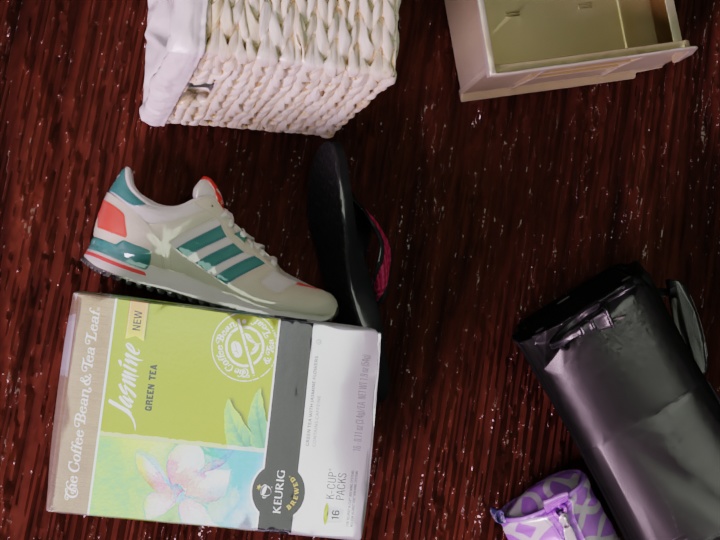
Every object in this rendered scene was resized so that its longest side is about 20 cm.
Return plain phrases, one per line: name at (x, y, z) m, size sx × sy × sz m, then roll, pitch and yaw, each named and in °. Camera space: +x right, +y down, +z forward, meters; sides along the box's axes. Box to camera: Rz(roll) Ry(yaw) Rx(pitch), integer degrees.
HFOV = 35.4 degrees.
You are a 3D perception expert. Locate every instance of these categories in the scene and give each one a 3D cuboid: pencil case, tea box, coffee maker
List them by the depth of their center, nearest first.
tea box at (-0.105, 0.098, 0.765) m, size 0.193 × 0.200 × 0.136 m, roll 7°, pitch 82°, yaw -13°
coffee maker at (0.205, 0.113, 0.847) m, size 0.134 × 0.192 × 0.202 m, roll -31°, pitch 91°, yaw 29°
pencil case at (0.184, 0.253, 0.877) m, size 0.083 × 0.085 × 0.202 m, roll -30°, pitch 92°, yaw -16°

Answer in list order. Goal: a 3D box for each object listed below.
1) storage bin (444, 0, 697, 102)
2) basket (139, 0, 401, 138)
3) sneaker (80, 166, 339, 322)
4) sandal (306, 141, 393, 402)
storage bin at (0.164, -0.257, 0.925) m, size 0.195 × 0.094 × 0.204 m, roll -9°, pitch 86°, yaw -14°
basket at (-0.069, -0.215, 0.814) m, size 0.158 × 0.198 × 0.204 m, roll 4°, pitch 82°, yaw -17°
sneaker at (-0.103, -0.018, 0.845) m, size 0.196 × 0.070 × 0.095 m, roll 16°, pitch 86°, yaw -8°
sandal at (0.000, 0.000, 0.872) m, size 0.044 × 0.075 × 0.204 m, roll -14°, pitch 94°, yaw -21°
